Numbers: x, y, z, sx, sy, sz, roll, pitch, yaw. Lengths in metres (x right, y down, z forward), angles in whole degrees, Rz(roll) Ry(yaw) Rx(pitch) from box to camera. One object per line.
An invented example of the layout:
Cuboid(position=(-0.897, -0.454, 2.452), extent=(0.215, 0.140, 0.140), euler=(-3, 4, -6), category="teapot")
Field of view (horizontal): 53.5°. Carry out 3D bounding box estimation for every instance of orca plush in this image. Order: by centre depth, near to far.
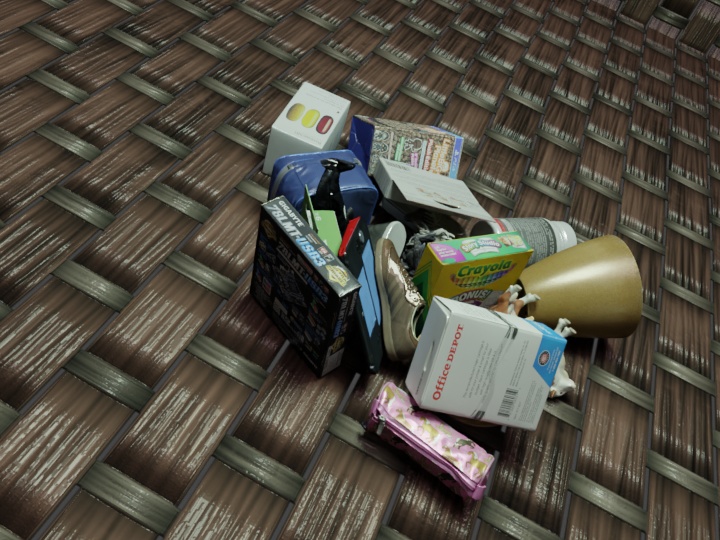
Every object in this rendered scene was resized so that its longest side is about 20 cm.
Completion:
Cuboid(position=(-0.039, -0.086, 1.211), extent=(0.103, 0.204, 0.071), euler=(-2, 38, -34), category="orca plush")

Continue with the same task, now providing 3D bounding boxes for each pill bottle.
Cuboid(position=(0.319, -0.044, 1.396), extent=(0.194, 0.116, 0.116), euler=(-2, 47, -25), category="pill bottle")

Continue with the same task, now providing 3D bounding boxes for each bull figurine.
Cuboid(position=(0.295, 0.120, 1.213), extent=(0.199, 0.123, 0.065), euler=(39, 19, 17), category="bull figurine")

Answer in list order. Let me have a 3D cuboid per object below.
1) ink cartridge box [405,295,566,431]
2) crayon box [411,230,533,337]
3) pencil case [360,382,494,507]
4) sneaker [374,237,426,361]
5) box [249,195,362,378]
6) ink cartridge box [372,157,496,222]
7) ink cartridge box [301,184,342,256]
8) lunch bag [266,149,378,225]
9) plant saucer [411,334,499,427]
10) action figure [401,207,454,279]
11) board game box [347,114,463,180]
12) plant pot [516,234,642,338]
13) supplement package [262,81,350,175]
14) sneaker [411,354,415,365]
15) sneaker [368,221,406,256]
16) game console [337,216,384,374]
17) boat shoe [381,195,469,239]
Cuboid(position=(0.182, 0.136, 1.049), extent=(0.195, 0.150, 0.084), euler=(15, 12, -17), category="ink cartridge box")
Cuboid(position=(0.177, 0.024, 1.220), extent=(0.195, 0.175, 0.059), euler=(-9, 49, -30), category="crayon box")
Cuboid(position=(0.098, 0.248, 1.026), extent=(0.198, 0.084, 0.087), euler=(34, 51, 12), category="pencil case")
Cuboid(position=(0.070, 0.043, 1.160), extent=(0.073, 0.070, 0.206), euler=(-10, 74, 13), category="sneaker")
Cuboid(position=(-0.090, 0.028, 1.079), extent=(0.049, 0.201, 0.200), euler=(-25, 59, -34), category="box")
Cuboid(position=(0.136, -0.135, 1.344), extent=(0.195, 0.046, 0.178), euler=(12, 29, -24), category="ink cartridge box")
Cuboid(position=(-0.066, -0.026, 1.143), extent=(0.057, 0.203, 0.106), euler=(-1, 46, -16), category="ink cartridge box")
Cuboid(position=(-0.068, -0.140, 1.308), extent=(0.195, 0.138, 0.134), euler=(-9, 50, -30), category="lunch bag")
Cuboid(position=(0.170, 0.176, 1.165), extent=(0.194, 0.036, 0.204), euler=(12, 43, -11), category="plant saucer")
Cuboid(position=(0.120, -0.028, 1.294), extent=(0.099, 0.121, 0.202), euler=(7, 37, -4), category="action figure")
Cuboid(position=(0.088, -0.249, 1.474), extent=(0.194, 0.100, 0.160), euler=(4, 18, -20), category="board game box")
Cuboid(position=(0.378, 0.045, 1.305), extent=(0.194, 0.189, 0.189), euler=(-9, 48, -10), category="plant pot")
Cuboid(position=(-0.108, -0.273, 1.447), extent=(0.111, 0.111, 0.202), euler=(22, 42, 1), category="supplement package")
Cuboid(position=(0.162, 0.136, 1.139), extent=(0.194, 0.075, 0.085), euler=(-2, 21, -21), category="sneaker")
Cuboid(position=(0.000, 0.000, 1.257), extent=(0.097, 0.071, 0.203), euler=(3, 56, 44), category="sneaker")
Cuboid(position=(0.009, 0.033, 1.113), extent=(0.030, 0.205, 0.178), euler=(-11, 20, 9), category="game console")
Cuboid(position=(0.132, -0.111, 1.421), extent=(0.197, 0.063, 0.072), euler=(30, 42, 8), category="boat shoe")
